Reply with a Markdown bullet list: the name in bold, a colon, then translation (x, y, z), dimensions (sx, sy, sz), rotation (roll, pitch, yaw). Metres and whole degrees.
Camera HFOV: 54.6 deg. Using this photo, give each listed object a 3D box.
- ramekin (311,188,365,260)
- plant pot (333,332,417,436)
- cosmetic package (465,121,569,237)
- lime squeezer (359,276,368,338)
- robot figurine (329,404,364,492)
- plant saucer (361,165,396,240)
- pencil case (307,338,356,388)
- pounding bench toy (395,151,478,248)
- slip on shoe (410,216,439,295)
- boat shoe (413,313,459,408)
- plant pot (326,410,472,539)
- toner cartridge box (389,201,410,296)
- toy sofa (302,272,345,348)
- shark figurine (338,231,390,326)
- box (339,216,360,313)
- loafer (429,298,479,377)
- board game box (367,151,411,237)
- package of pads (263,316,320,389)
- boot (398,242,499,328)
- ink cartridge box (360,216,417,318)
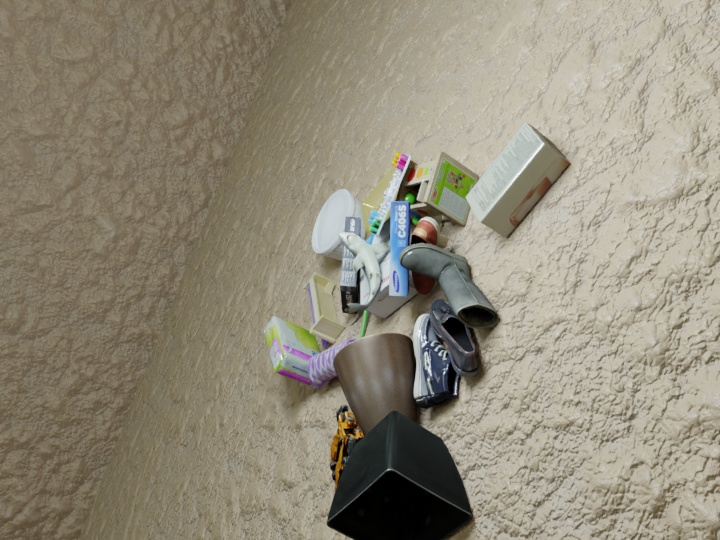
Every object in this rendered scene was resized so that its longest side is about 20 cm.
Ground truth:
- **ramekin**: translation (-0.052, -0.125, 2.026), dimensions (0.202, 0.093, 0.207), rotation (-39, 38, 39)
- **plant pot**: translation (0.049, 0.268, 1.479), dimensions (0.186, 0.183, 0.205), rotation (-41, 50, 36)
- **cosmetic package**: translation (0.319, -0.184, 1.431), dimensions (0.201, 0.086, 0.105), rotation (-51, 32, 24)
- **lime squeezer**: translation (0.010, 0.076, 1.817), dimensions (0.070, 0.037, 0.204), rotation (-39, 38, 40)
- **robot figurine**: translation (-0.029, 0.396, 1.533), dimensions (0.146, 0.056, 0.205), rotation (-110, 26, -53)
- **plant saucer**: translation (0.086, -0.180, 1.866), dimensions (0.200, 0.048, 0.203), rotation (-47, 30, 27)
- **pencil case**: translation (-0.058, 0.236, 1.772), dimensions (0.198, 0.082, 0.088), rotation (-29, 67, 50)
- **pounding bench toy**: translation (0.161, -0.148, 1.639), dimensions (0.155, 0.122, 0.205), rotation (-4, 65, 59)
- **slip on shoe**: translation (0.136, -0.023, 1.554), dimensions (0.073, 0.204, 0.061), rotation (26, 48, 27)
- **boat shoe**: translation (0.163, 0.179, 1.447), dimensions (0.091, 0.074, 0.206), rotation (-23, 55, 41)
- **plant pot**: translation (0.072, 0.395, 1.314), dimensions (0.201, 0.197, 0.179), rotation (-47, 21, 29)
- **toner cartridge box**: translation (0.088, -0.050, 1.554), dimensions (0.095, 0.042, 0.207), rotation (-19, -70, -82)
- **toy sofa**: translation (-0.113, 0.112, 1.956), dimensions (0.098, 0.082, 0.203), rotation (-48, 32, 25)
- **shark figurine**: translation (0.014, 0.017, 1.665), dimensions (0.090, 0.124, 0.221), rotation (120, 145, -67)
- **box**: translation (-0.025, -0.013, 1.837), dimensions (0.163, 0.047, 0.205), rotation (86, -173, -61)
- **loafer**: translation (0.193, 0.121, 1.412), dimensions (0.202, 0.070, 0.064), rotation (-111, 15, -46)
- **board game box**: translation (0.067, -0.194, 1.724), dimensions (0.200, 0.025, 0.205), rotation (-94, 27, -79)
- **package of pads**: translation (-0.183, 0.222, 1.914), dimensions (0.069, 0.152, 0.201), rotation (-54, 29, 16)
- **boot**: translation (0.177, 0.033, 1.430), dimensions (0.203, 0.176, 0.074), rotation (-99, 21, -51)
- **ink cartridge box**: translation (0.070, -0.008, 1.729), dimensions (0.145, 0.082, 0.204), rotation (-40, 37, 38)
